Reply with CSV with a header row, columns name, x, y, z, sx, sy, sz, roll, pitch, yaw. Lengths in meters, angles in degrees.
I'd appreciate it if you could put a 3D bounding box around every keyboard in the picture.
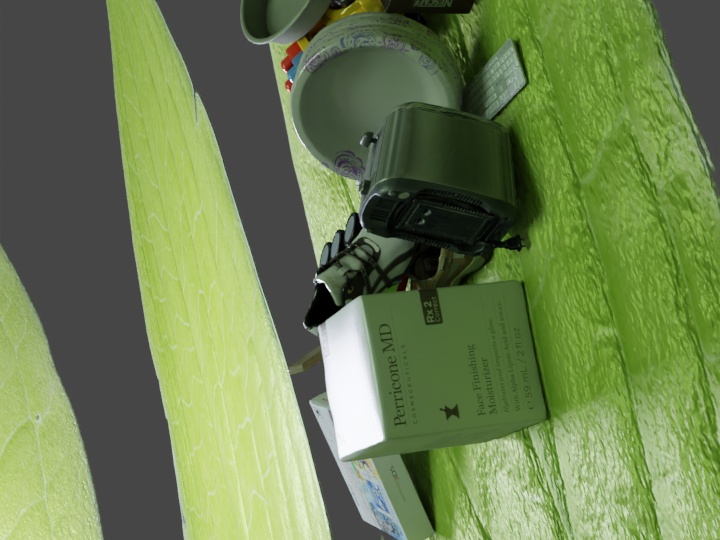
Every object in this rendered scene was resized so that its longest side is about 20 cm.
name,x,y,z,sx,sy,sz,roll,pitch,yaw
keyboard,0.142,-0.199,1.579,0.200,0.011,0.057,135,127,-64

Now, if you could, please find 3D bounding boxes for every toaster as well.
name,x,y,z,sx,sy,sz,roll,pitch,yaw
toaster,0.095,-0.102,1.511,0.114,0.199,0.130,123,155,-56

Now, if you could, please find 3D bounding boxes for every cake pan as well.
name,x,y,z,sx,sy,sz,roll,pitch,yaw
cake pan,-0.079,-0.368,1.691,0.200,0.037,0.201,-32,47,43

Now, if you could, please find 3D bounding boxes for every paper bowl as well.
name,x,y,z,sx,sy,sz,roll,pitch,yaw
paper bowl,0.021,-0.211,1.613,0.105,0.200,0.201,-80,1,-53

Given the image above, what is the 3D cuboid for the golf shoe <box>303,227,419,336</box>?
name,x,y,z,sx,sy,sz,roll,pitch,yaw
golf shoe,0.000,0.000,1.623,0.078,0.094,0.201,35,107,30

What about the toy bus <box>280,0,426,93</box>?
name,x,y,z,sx,sy,sz,roll,pitch,yaw
toy bus,-0.034,-0.308,1.731,0.192,0.136,0.200,-42,42,15

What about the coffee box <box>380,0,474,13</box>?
name,x,y,z,sx,sy,sz,roll,pitch,yaw
coffee box,0.059,-0.396,1.602,0.080,0.113,0.201,113,146,-46

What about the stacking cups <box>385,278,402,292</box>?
name,x,y,z,sx,sy,sz,roll,pitch,yaw
stacking cups,0.035,-0.012,1.686,0.061,0.060,0.201,48,123,57

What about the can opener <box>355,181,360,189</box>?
name,x,y,z,sx,sy,sz,roll,pitch,yaw
can opener,0.055,-0.097,1.764,0.200,0.066,0.053,32,144,55

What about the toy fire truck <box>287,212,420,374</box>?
name,x,y,z,sx,sy,sz,roll,pitch,yaw
toy fire truck,-0.012,0.042,1.796,0.176,0.128,0.201,136,144,-63

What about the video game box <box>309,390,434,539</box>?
name,x,y,z,sx,sy,sz,roll,pitch,yaw
video game box,0.013,0.269,1.886,0.201,0.047,0.182,66,164,-11

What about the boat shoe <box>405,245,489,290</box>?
name,x,y,z,sx,sy,sz,roll,pitch,yaw
boat shoe,0.087,-0.006,1.672,0.200,0.076,0.072,123,136,-59

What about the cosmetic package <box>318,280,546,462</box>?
name,x,y,z,sx,sy,sz,roll,pitch,yaw
cosmetic package,0.077,0.116,1.555,0.165,0.199,0.166,141,120,-65
